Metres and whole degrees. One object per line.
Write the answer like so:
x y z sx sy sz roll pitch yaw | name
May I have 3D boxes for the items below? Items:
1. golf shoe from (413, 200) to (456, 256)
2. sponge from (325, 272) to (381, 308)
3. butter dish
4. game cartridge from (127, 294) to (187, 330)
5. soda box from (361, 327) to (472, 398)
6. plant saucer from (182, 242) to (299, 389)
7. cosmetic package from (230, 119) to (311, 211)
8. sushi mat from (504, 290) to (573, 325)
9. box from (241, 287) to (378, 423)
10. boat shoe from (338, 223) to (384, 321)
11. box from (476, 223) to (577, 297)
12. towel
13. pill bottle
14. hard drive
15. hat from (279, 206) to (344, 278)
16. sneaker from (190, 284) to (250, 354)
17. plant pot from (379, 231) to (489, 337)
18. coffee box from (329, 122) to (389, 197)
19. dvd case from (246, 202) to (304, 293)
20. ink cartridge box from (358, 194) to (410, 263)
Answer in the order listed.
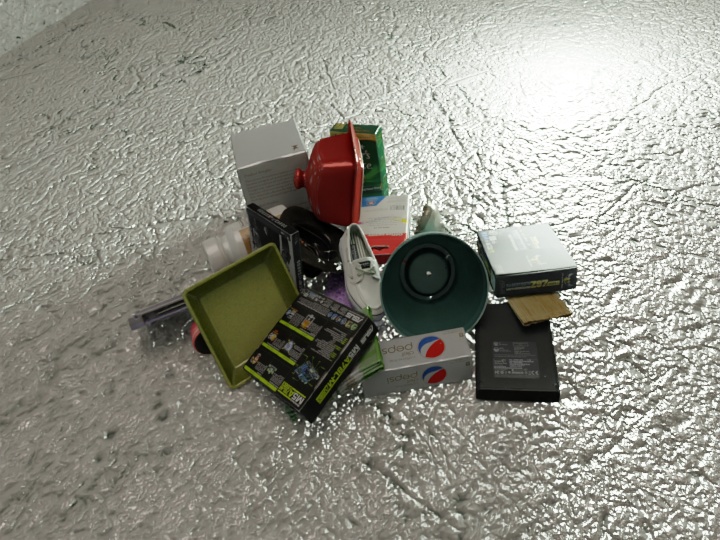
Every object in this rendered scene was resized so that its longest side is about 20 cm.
0.162 -0.075 1.210 0.095 0.200 0.080 21 79 16 | golf shoe
-0.021 0.077 1.193 0.108 0.030 0.203 -1 42 10 | sponge
-0.072 -0.195 1.292 0.143 0.204 0.202 -1 38 -7 | butter dish
-0.358 0.066 1.216 0.195 0.039 0.130 -22 2 -7 | game cartridge
0.094 0.161 1.052 0.194 0.065 0.069 -10 41 1 | soda box
-0.207 0.083 1.133 0.197 0.204 0.048 -30 10 -22 | plant saucer
-0.199 -0.213 1.420 0.163 0.204 0.168 -14 41 -7 | cosmetic package
0.317 0.042 1.139 0.093 0.012 0.201 -8 28 -4 | sushi mat
-0.091 0.138 1.049 0.198 0.048 0.195 18 68 48 | box
0.000 0.000 1.170 0.072 0.067 0.203 -12 58 -20 | boat shoe
0.323 -0.025 1.191 0.153 0.052 0.202 -5 29 3 | box
-0.056 0.157 1.052 0.197 0.031 0.151 -33 39 14 | towel
-0.240 -0.057 1.320 0.196 0.116 0.115 -23 42 -15 | pill bottle
0.271 0.139 1.065 0.135 0.033 0.203 -1 43 11 | hard drive
-0.105 -0.039 1.259 0.197 0.082 0.203 25 31 -16 | hat
-0.262 0.072 1.198 0.199 0.075 0.086 -40 37 -11 | sneaker
0.132 0.019 1.126 0.194 0.207 0.134 -7 13 3 | plant pot
0.000 -0.243 1.413 0.120 0.204 0.044 10 43 22 | coffee box
-0.166 -0.015 1.193 0.024 0.204 0.149 -29 44 -33 | dvd case
0.052 -0.079 1.322 0.112 0.068 0.203 -2 42 10 | ink cartridge box
